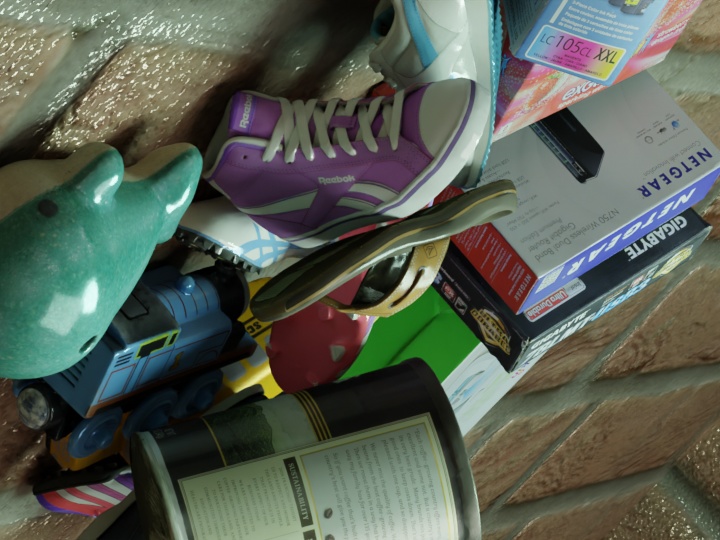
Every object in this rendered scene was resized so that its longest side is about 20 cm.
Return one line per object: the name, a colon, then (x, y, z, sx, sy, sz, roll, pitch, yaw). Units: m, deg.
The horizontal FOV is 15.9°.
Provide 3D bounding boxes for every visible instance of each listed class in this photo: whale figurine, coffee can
whale figurine: (-0.162, -0.006, 1.498, 0.199, 0.104, 0.159, -25, 156, -44)
coffee can: (-0.037, 0.152, 1.691, 0.198, 0.147, 0.147, -14, 156, -13)

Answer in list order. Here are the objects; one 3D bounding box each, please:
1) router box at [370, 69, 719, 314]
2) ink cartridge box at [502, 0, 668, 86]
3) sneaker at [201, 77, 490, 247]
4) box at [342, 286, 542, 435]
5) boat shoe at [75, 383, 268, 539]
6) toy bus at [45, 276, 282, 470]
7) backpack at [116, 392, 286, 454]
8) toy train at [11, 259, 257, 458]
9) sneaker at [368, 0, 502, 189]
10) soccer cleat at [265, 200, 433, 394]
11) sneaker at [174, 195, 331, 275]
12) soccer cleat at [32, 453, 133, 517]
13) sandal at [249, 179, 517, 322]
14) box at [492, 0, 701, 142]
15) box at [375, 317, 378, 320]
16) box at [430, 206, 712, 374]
router box: (0.128, -0.088, 1.806, 0.199, 0.180, 0.049, -31, 161, -33)
ink cartridge box: (0.159, -0.233, 1.571, 0.076, 0.137, 0.200, 12, 135, -20)
sneaker: (-0.019, -0.080, 1.582, 0.114, 0.073, 0.200, 33, 138, -30)
box: (0.061, 0.076, 2.213, 0.200, 0.097, 0.176, -47, 160, 13)
boat shoe: (-0.126, 0.163, 1.795, 0.200, 0.062, 0.075, -45, 160, 6)
toy bus: (-0.127, 0.082, 1.838, 0.199, 0.078, 0.065, -33, 161, -26)
backpack: (-0.085, 0.182, 1.964, 0.183, 0.200, 0.134, -45, 165, 15)
toy train: (-0.146, 0.051, 1.717, 0.199, 0.087, 0.115, -19, 146, -52)
sneaker: (0.048, -0.134, 1.621, 0.077, 0.080, 0.201, -83, 171, -45)
soccer cleat: (0.000, 0.000, 1.723, 0.076, 0.067, 0.201, -23, 143, -55)
sneaker: (-0.060, -0.039, 1.729, 0.200, 0.072, 0.073, -3, 113, -59)
soccer cleat: (-0.146, 0.168, 1.880, 0.198, 0.074, 0.068, -8, -175, 16)
sandal: (0.022, -0.003, 1.618, 0.199, 0.055, 0.082, -23, -176, -35)
box: (0.140, -0.180, 1.750, 0.199, 0.095, 0.103, -26, 157, -41)
box: (0.032, -0.031, 1.961, 0.200, 0.050, 0.075, -48, 162, 21)
box: (0.117, -0.051, 1.839, 0.199, 0.199, 0.050, -29, 159, -32)
